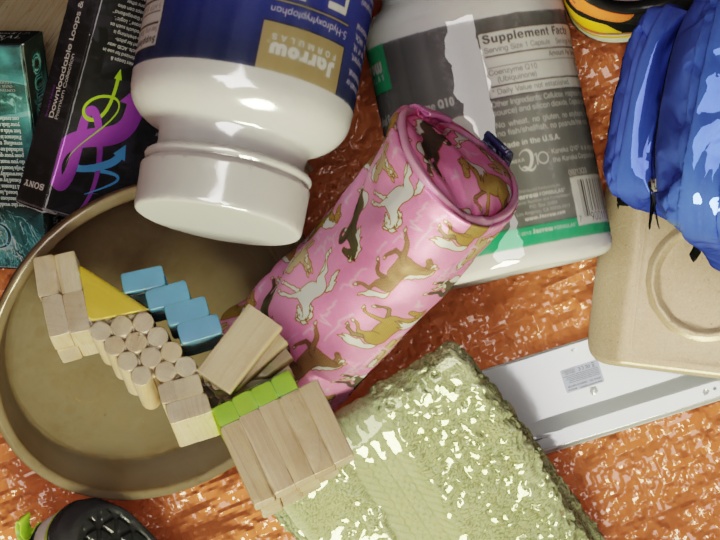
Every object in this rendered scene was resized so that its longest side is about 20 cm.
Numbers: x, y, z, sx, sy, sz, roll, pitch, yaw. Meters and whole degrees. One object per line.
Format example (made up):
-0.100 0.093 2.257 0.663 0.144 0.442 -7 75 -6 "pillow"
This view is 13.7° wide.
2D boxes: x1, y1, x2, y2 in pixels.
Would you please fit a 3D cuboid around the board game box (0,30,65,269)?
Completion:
-0.266 -0.069 1.689 0.200 0.028 0.135 3 112 20 "board game box"

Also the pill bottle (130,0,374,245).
-0.057 -0.121 1.577 0.120 0.120 0.200 8 79 7 "pill bottle"

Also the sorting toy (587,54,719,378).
0.235 -0.028 1.663 0.200 0.036 0.185 7 86 12 "sorting toy"

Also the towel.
0.043 0.139 1.639 0.148 0.037 0.200 -30 122 5 "towel"

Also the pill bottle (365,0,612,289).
0.065 -0.095 1.647 0.113 0.113 0.200 -12 87 7 "pill bottle"

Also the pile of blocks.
-0.086 0.053 1.582 0.200 0.062 0.082 38 77 13 "pile of blocks"

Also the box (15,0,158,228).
-0.103 -0.116 1.664 0.036 0.143 0.200 15 90 50 "box"

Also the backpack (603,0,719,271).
0.211 -0.068 1.550 0.168 0.200 0.163 6 87 12 "backpack"

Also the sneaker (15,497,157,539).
-0.121 0.211 1.701 0.083 0.072 0.200 -27 101 48 "sneaker"

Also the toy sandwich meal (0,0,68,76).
-0.215 -0.160 1.705 0.205 0.070 0.206 0 89 7 "toy sandwich meal"

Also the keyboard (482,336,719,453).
0.128 0.067 1.690 0.200 0.011 0.056 -18 82 6 "keyboard"

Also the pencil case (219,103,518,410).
0.000 0.000 1.589 0.083 0.087 0.200 38 125 -4 "pencil case"

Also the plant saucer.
-0.115 0.035 1.659 0.200 0.029 0.200 -12 121 -20 "plant saucer"

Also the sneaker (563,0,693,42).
0.206 -0.177 1.641 0.200 0.090 0.070 -19 87 7 "sneaker"

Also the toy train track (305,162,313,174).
-0.037 -0.111 1.674 0.033 0.115 0.200 17 72 49 "toy train track"
